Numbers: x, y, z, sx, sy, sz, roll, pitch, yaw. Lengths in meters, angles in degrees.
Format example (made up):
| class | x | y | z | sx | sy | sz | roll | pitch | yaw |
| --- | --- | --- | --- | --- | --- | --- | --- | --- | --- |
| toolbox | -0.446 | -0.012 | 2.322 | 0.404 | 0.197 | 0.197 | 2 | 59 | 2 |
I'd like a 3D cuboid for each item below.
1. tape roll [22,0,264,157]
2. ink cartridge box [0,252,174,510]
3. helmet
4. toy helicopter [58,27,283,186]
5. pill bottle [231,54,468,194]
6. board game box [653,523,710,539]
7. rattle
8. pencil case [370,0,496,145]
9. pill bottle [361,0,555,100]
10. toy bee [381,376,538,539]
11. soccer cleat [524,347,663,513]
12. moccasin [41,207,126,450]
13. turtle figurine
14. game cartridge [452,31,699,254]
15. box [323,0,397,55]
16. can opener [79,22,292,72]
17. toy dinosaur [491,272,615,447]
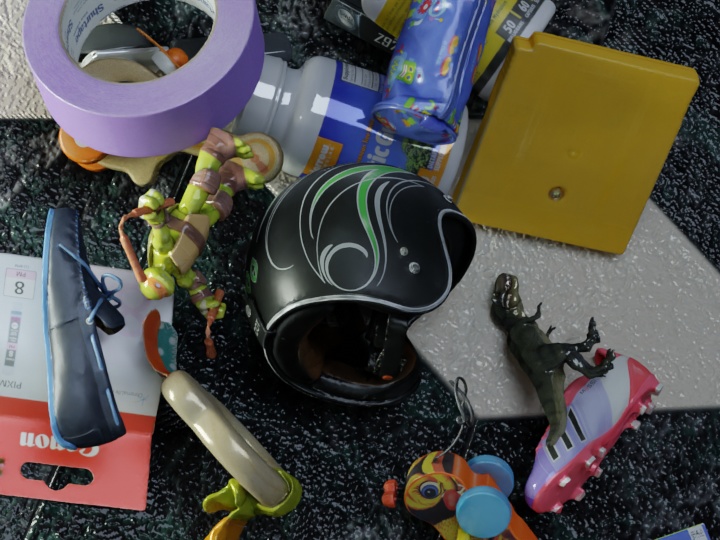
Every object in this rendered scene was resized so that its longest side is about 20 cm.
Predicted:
| class | x | y | z | sx | sy | sz | roll | pitch | yaw |
| --- | --- | --- | --- | --- | --- | --- | --- | --- | --- |
| tape roll | -0.184 | -0.198 | 1.707 | 0.199 | 0.066 | 0.201 | -3 | 60 | 5 |
| ink cartridge box | -0.246 | 0.092 | 1.694 | 0.162 | 0.057 | 0.201 | 8 | 62 | -14 |
| helmet | 0.000 | 0.000 | 1.727 | 0.199 | 0.200 | 0.191 | 15 | 47 | -10 |
| toy helicopter | -0.160 | -0.133 | 1.753 | 0.199 | 0.079 | 0.133 | 19 | 87 | 3 |
| pill bottle | -0.011 | -0.129 | 1.814 | 0.199 | 0.112 | 0.112 | 16 | 65 | -10 |
| board game box | 0.191 | 0.280 | 1.700 | 0.199 | 0.135 | 0.045 | -15 | 74 | -22 |
| rattle | -0.155 | 0.152 | 1.672 | 0.143 | 0.130 | 0.200 | -41 | 102 | 15 |
| pencil case | 0.077 | -0.210 | 1.738 | 0.078 | 0.087 | 0.201 | 23 | 83 | -26 |
| pill bottle | 0.071 | -0.255 | 1.841 | 0.200 | 0.111 | 0.111 | 34 | 64 | -1 |
| toy bee | 0.080 | 0.194 | 1.722 | 0.108 | 0.131 | 0.201 | -19 | 92 | 17 |
| soccer cleat | 0.194 | 0.143 | 1.789 | 0.076 | 0.067 | 0.200 | 33 | 51 | 21 |
| moccasin | -0.227 | 0.047 | 1.658 | 0.068 | 0.080 | 0.201 | -5 | 87 | -3 |
| turtle figurine | -0.142 | -0.028 | 1.676 | 0.064 | 0.200 | 0.162 | 15 | 62 | 33 |
| game cartridge | 0.194 | -0.116 | 1.831 | 0.176 | 0.201 | 0.032 | 12 | 33 | -12 |
| box | 0.075 | -0.294 | 1.943 | 0.160 | 0.044 | 0.200 | 28 | 64 | -5 |
| can opener | -0.162 | -0.201 | 1.831 | 0.199 | 0.053 | 0.067 | -3 | 69 | -18 |
| toy dinosaur | 0.179 | 0.079 | 1.795 | 0.088 | 0.048 | 0.200 | -14 | 45 | -5 |
